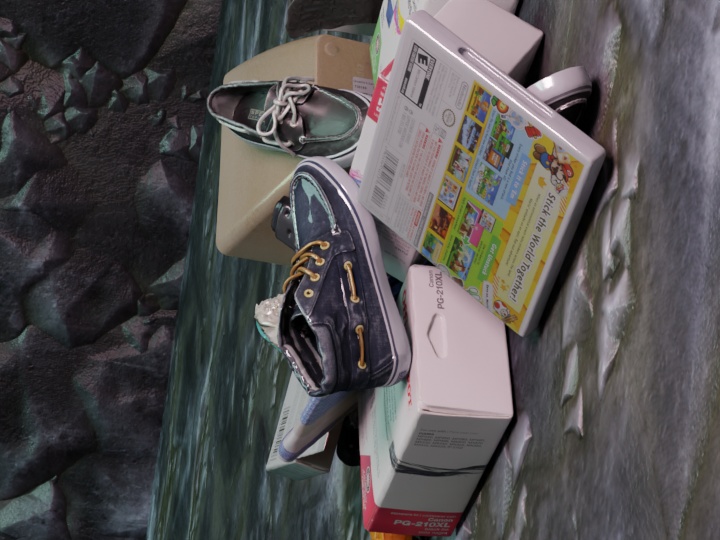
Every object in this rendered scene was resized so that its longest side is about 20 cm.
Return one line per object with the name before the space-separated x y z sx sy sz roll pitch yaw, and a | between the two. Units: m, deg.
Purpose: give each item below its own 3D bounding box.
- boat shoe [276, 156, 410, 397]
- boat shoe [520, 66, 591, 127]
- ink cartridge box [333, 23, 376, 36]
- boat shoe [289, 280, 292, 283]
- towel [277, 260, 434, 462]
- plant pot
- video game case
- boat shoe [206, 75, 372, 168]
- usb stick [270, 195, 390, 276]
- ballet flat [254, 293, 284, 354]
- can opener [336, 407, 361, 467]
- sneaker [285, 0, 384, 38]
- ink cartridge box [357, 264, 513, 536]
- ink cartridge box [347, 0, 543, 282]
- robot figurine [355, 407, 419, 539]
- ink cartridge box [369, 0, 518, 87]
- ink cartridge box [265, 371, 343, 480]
boat shoe | -0.031 0.003 1.544 0.071 0.090 0.202 -37 68 47
boat shoe | 0.127 -0.082 1.461 0.067 0.069 0.200 64 148 14
ink cartridge box | 0.032 -0.303 1.887 0.068 0.114 0.201 -100 19 -54
boat shoe | -0.028 0.026 1.699 0.067 0.074 0.200 -56 -19 -9
towel | -0.001 0.072 1.695 0.147 0.024 0.201 -38 -19 -50
plant pot | -0.016 -0.122 1.889 0.177 0.198 0.202 142 134 -59
video game case | 0.085 -0.070 1.450 0.182 0.023 0.201 40 142 20
boat shoe | -0.061 -0.143 1.752 0.198 0.068 0.074 18 86 45
usb stick | 0.000 0.000 1.780 0.033 0.199 0.056 -44 -20 -30
ballet flat | -0.057 0.037 1.813 0.200 0.071 0.073 -58 -26 -86
can opener | 0.002 0.108 1.961 0.079 0.063 0.202 120 152 -64
sneaker | 0.020 -0.281 1.825 0.060 0.198 0.105 -87 -12 -55
ink cartridge box | 0.060 0.112 1.631 0.201 0.083 0.146 111 161 -51
ink cartridge box | 0.060 -0.111 1.593 0.148 0.085 0.201 -50 -12 -40
robot figurine | 0.033 0.169 1.799 0.146 0.058 0.201 109 162 -46
ink cartridge box | 0.073 -0.225 1.725 0.201 0.087 0.146 110 162 -44
ink cartridge box | -0.024 0.098 1.889 0.173 0.043 0.202 -25 47 65
